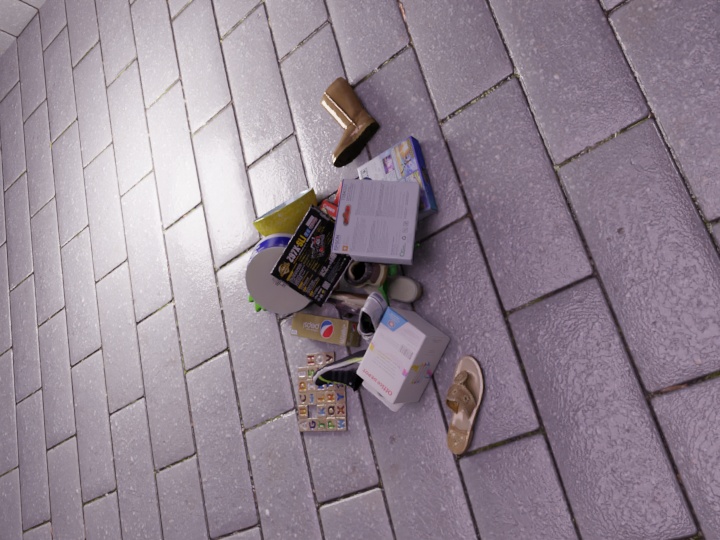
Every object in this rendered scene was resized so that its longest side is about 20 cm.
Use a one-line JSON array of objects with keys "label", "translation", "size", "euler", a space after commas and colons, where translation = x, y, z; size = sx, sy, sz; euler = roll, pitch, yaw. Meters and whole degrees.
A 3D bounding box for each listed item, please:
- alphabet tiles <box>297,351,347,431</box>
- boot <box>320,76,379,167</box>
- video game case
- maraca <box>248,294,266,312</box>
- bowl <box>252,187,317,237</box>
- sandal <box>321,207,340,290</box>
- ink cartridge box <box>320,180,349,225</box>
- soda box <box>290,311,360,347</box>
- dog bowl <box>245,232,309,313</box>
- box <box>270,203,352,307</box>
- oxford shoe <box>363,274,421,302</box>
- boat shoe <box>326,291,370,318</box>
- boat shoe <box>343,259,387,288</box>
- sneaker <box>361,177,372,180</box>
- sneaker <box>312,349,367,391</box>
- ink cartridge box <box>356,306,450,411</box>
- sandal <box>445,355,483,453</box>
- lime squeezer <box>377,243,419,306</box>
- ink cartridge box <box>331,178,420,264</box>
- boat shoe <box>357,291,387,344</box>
[{"label": "alphabet tiles", "translation": [-0.105, 0.324, 1.657], "size": [0.163, 0.007, 0.208], "euler": [-11, 76, 35]}, {"label": "boot", "translation": [-0.055, -0.408, 1.712], "size": [0.175, 0.066, 0.202], "euler": [-42, 61, 9]}, {"label": "video game case", "translation": [0.091, -0.208, 1.578], "size": [0.178, 0.045, 0.206], "euler": [-25, 68, 32]}, {"label": "maraca", "translation": [-0.271, 0.020, 1.771], "size": [0.137, 0.105, 0.204], "euler": [45, 117, 39]}, {"label": "bowl", "translation": [-0.192, -0.133, 1.714], "size": [0.196, 0.200, 0.110], "euler": [-21, 104, 31]}, {"label": "sandal", "translation": [-0.059, -0.060, 1.615], "size": [0.077, 0.068, 0.220], "euler": [18, 116, 63]}, {"label": "ink cartridge box", "translation": [-0.065, -0.136, 1.678], "size": [0.107, 0.050, 0.205], "euler": [29, 100, 35]}, {"label": "soda box", "translation": [-0.091, 0.155, 1.638], "size": [0.195, 0.067, 0.066], "euler": [7, 85, 37]}, {"label": "dog bowl", "translation": [-0.208, 0.010, 1.654], "size": [0.200, 0.199, 0.079], "euler": [-43, 18, 22]}, {"label": "box", "translation": [-0.110, -0.035, 1.547], "size": [0.157, 0.049, 0.203], "euler": [32, 102, -8]}, {"label": "oxford shoe", "translation": [0.074, 0.037, 1.545], "size": [0.196, 0.057, 0.078], "euler": [17, 96, 42]}, {"label": "boat shoe", "translation": [-0.029, 0.092, 1.601], "size": [0.195, 0.071, 0.067], "euler": [6, 97, 34]}, {"label": "boat shoe", "translation": [0.000, 0.000, 1.523], "size": [0.199, 0.063, 0.076], "euler": [-7, 63, 64]}, {"label": "sneaker", "translation": [0.044, -0.137, 1.543], "size": [0.085, 0.075, 0.207], "euler": [-10, 78, 17]}, {"label": "sneaker", "translation": [-0.039, 0.270, 1.573], "size": [0.196, 0.071, 0.085], "euler": [-28, 69, 26]}, {"label": "ink cartridge box", "translation": [0.095, 0.211, 1.455], "size": [0.127, 0.124, 0.205], "euler": [34, 103, 35]}, {"label": "sandal", "translation": [0.221, 0.298, 1.373], "size": [0.076, 0.069, 0.220], "euler": [6, 86, 36]}, {"label": "lime squeezer", "translation": [0.077, 0.020, 1.480], "size": [0.070, 0.037, 0.206], "euler": [26, 100, 42]}, {"label": "ink cartridge box", "translation": [0.039, -0.118, 1.474], "size": [0.193, 0.044, 0.203], "euler": [5, 69, 12]}, {"label": "boat shoe", "translation": [0.020, 0.131, 1.490], "size": [0.073, 0.203, 0.065], "euler": [32, 59, 24]}]
